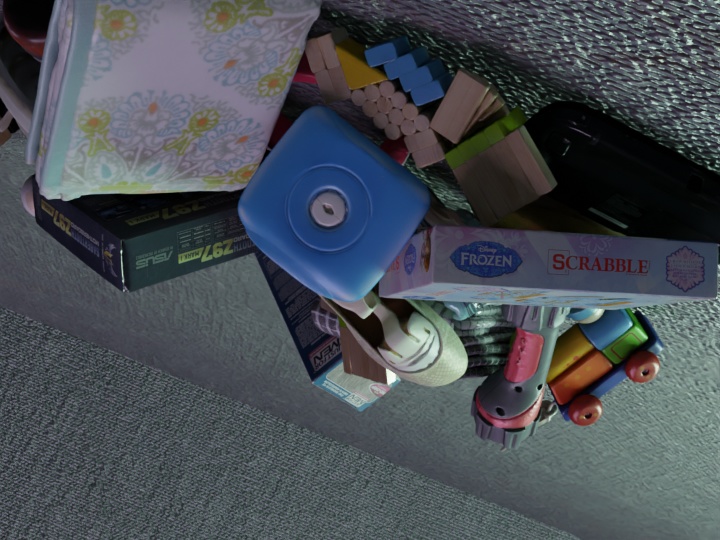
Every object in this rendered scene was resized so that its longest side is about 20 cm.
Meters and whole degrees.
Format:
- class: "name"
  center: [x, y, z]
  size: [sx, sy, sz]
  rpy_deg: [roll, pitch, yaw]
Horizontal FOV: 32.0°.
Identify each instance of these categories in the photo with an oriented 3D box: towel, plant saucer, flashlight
- class: "towel"
  center: [-0.133, -0.127, 0.865]
  size: [0.170, 0.048, 0.201]
  rpy_deg: [-6, 145, -28]
- class: "plant saucer"
  center: [-0.222, -0.126, 1.015]
  size: [0.199, 0.050, 0.201]
  rpy_deg: [34, -155, -19]
- class: "towel"
  center: [0.070, 0.047, 1.241]
  size: [0.165, 0.086, 0.199]
  rpy_deg: [17, -171, 34]
- class: "flashlight"
  center: [0.142, 0.077, 1.133]
  size: [0.067, 0.068, 0.201]
  rpy_deg: [20, 139, 15]
- class: "plant saucer"
  center: [0.170, -0.038, 1.043]
  size: [0.199, 0.036, 0.200]
  rpy_deg: [20, 165, 6]

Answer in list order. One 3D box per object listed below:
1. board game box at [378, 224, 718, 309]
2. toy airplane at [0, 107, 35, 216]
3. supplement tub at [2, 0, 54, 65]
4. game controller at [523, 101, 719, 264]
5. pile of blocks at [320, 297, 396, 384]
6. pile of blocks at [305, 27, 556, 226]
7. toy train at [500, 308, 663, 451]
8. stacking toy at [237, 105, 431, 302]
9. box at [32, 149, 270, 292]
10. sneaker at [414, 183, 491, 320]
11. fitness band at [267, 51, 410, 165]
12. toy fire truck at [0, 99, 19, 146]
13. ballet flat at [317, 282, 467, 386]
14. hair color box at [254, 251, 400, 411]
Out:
- class: "board game box"
  center: [0.127, 0.001, 0.921]
  size: [0.197, 0.042, 0.200]
  rpy_deg: [3, 175, -10]
- class: "toy airplane"
  center: [-0.271, -0.102, 1.210]
  size: [0.200, 0.141, 0.200]
  rpy_deg: [40, 154, 19]
- class: "supplement tub"
  center: [-0.165, -0.161, 0.936]
  size: [0.106, 0.108, 0.200]
  rpy_deg: [12, 163, 31]
- class: "game controller"
  center: [0.201, -0.058, 0.912]
  size: [0.199, 0.042, 0.104]
  rpy_deg: [26, 162, -14]
- class: "pile of blocks"
  center: [0.000, 0.000, 1.120]
  size: [0.062, 0.201, 0.082]
  rpy_deg: [-22, 179, -38]
- class: "pile of blocks"
  center: [0.056, -0.117, 0.877]
  size: [0.199, 0.062, 0.082]
  rpy_deg: [38, 122, 8]
- class: "toy train"
  center: [0.183, 0.095, 1.222]
  size: [0.116, 0.200, 0.085]
  rpy_deg: [40, -161, -34]
- class: "stacking toy"
  center: [-0.012, -0.055, 0.965]
  size: [0.116, 0.110, 0.200]
  rpy_deg: [38, -170, 0]
- class: "box"
  center: [-0.151, -0.057, 1.054]
  size: [0.199, 0.051, 0.157]
  rpy_deg: [-20, -147, -35]
- class: "sneaker"
  center: [0.042, -0.029, 1.087]
  size: [0.200, 0.087, 0.078]
  rpy_deg: [35, 174, 39]
- class: "fitness band"
  center: [-0.026, -0.125, 1.018]
  size: [0.143, 0.038, 0.200]
  rpy_deg: [26, 164, -5]
- class: "toy fire truck"
  center: [-0.448, -0.198, 1.221]
  size: [0.200, 0.129, 0.176]
  rpy_deg: [43, 166, 16]
- class: "ballet flat"
  center: [0.012, 0.038, 1.037]
  size: [0.200, 0.067, 0.062]
  rpy_deg: [41, -167, -16]
- class: "hair color box"
  center: [-0.039, 0.045, 1.349]
  size: [0.100, 0.060, 0.201]
  rpy_deg: [36, -159, -50]
